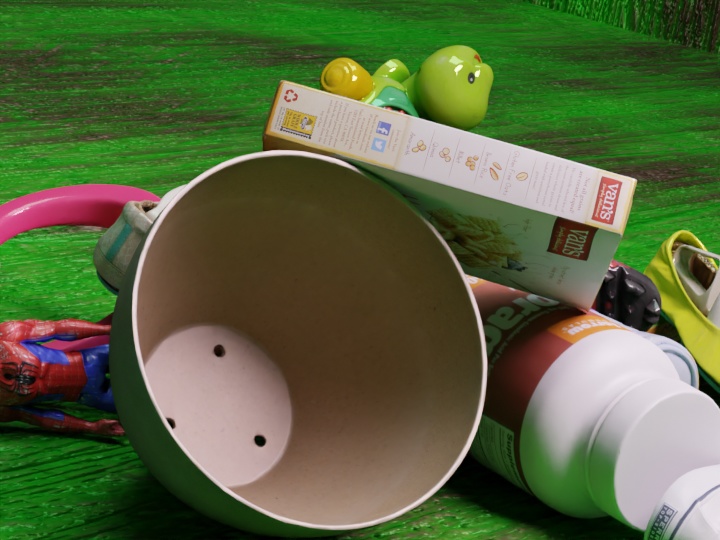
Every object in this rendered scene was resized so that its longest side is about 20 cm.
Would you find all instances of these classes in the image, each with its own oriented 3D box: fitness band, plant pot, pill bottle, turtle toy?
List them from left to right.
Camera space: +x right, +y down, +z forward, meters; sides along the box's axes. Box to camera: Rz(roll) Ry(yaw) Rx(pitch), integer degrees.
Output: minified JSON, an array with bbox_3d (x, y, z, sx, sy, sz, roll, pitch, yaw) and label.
[{"bbox_3d":[-0.183,0.008,1.417,0.143,0.038,0.200,-3,31,5],"label":"fitness band"},{"bbox_3d":[-0.051,0.054,1.219,0.199,0.201,0.134,4,-20,-27],"label":"plant pot"},{"bbox_3d":[0.023,-0.102,1.847,0.101,0.200,0.146,41,5,32],"label":"turtle toy"},{"bbox_3d":[0.116,0.076,1.345,0.112,0.113,0.200,0,17,-37],"label":"pill bottle"}]

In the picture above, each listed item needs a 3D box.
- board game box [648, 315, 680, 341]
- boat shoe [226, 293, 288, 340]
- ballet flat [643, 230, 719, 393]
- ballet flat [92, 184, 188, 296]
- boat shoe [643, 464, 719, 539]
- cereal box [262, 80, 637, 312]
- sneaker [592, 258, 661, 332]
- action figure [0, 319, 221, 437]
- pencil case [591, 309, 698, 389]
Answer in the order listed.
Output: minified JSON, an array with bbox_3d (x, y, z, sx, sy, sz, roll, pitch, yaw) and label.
[{"bbox_3d":[0.170,0.039,1.708,0.095,0.030,0.200,18,14,28],"label":"board game box"},{"bbox_3d":[-0.022,-0.008,1.379,0.074,0.067,0.200,21,20,21],"label":"boat shoe"},{"bbox_3d":[0.258,0.030,1.659,0.067,0.067,0.200,14,21,-22],"label":"ballet flat"},{"bbox_3d":[-0.082,-0.026,1.392,0.067,0.063,0.200,38,28,19],"label":"ballet flat"},{"bbox_3d":[0.236,0.140,1.299,0.065,0.074,0.200,31,30,31],"label":"boat shoe"},{"bbox_3d":[0.045,-0.039,1.273,0.199,0.040,0.144,16,-17,4],"label":"cereal box"},{"bbox_3d":[0.117,0.000,1.626,0.199,0.071,0.098,9,24,11],"label":"sneaker"},{"bbox_3d":[-0.147,0.060,1.310,0.199,0.066,0.052,3,12,-33],"label":"action figure"},{"bbox_3d":[0.126,0.055,1.495,0.090,0.084,0.200,5,14,-43],"label":"pencil case"}]
